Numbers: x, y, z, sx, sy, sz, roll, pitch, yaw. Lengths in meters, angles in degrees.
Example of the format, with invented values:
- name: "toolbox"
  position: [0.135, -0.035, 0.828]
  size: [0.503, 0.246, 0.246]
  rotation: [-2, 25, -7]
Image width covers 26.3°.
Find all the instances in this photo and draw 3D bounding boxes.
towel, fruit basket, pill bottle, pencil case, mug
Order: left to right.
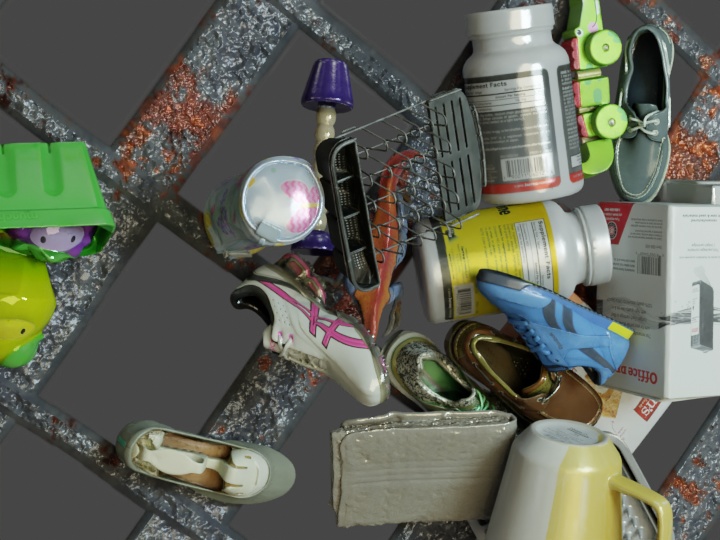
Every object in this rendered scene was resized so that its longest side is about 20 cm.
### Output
- name: "fruit basket"
  position: [-0.341, -0.012, 1.481]
  size: [0.214, 0.155, 0.217]
  rotation: [4, 77, -16]
- name: "pencil case"
  position: [-0.099, -0.060, 1.519]
  size: [0.083, 0.200, 0.091]
  rotation: [43, 75, -10]
- name: "towel"
  position: [0.065, 0.212, 1.644]
  size: [0.198, 0.035, 0.133]
  rotation: [-1, 121, -4]
- name: "pill bottle"
  position: [0.159, -0.013, 1.630]
  size: [0.199, 0.112, 0.113]
  rotation: [-9, 98, -4]
- name: "pill bottle"
  position: [0.169, -0.177, 1.636]
  size: [0.115, 0.116, 0.201]
  rotation: [-10, 98, -17]
- name: "mug"
  position: [0.225, 0.242, 1.601]
  size: [0.185, 0.149, 0.154]
  rotation: [7, 102, 5]

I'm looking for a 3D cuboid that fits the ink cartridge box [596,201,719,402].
- name: "ink cartridge box"
  position: [0.318, 0.029, 1.631]
  size: [0.083, 0.144, 0.202]
  rotation: [0, 94, -22]

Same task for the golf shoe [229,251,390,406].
- name: "golf shoe"
  position: [-0.049, 0.071, 1.528]
  size: [0.092, 0.200, 0.073]
  rotation: [-28, 144, -24]

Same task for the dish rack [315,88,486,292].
- name: "dish rack"
  position: [0.049, -0.086, 1.508]
  size: [0.199, 0.054, 0.154]
  rotation: [-24, 120, -28]

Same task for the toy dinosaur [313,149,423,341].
- name: "toy dinosaur"
  position: [0.000, 0.000, 1.588]
  size: [0.104, 0.200, 0.183]
  rotation: [5, 62, -3]

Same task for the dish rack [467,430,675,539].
- name: "dish rack"
  position: [0.229, 0.270, 1.701]
  size: [0.199, 0.044, 0.172]
  rotation: [-26, 103, 18]

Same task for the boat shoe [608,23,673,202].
- name: "boat shoe"
  position: [0.306, -0.172, 1.695]
  size: [0.072, 0.062, 0.202]
  rotation: [7, 89, 17]

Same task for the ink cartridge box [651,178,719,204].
- name: "ink cartridge box"
  position: [0.409, 0.000, 1.713]
  size: [0.146, 0.145, 0.202]
  rotation: [0, 96, -21]

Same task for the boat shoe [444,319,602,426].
- name: "boat shoe"
  position: [0.180, 0.120, 1.634]
  size: [0.199, 0.068, 0.072]
  rotation: [26, 85, -19]

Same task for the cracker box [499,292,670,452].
- name: "cracker box"
  position: [0.240, 0.122, 1.718]
  size: [0.200, 0.058, 0.134]
  rotation: [41, 83, -18]

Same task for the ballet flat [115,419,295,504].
- name: "ballet flat"
  position: [-0.156, 0.205, 1.596]
  size: [0.199, 0.064, 0.068]
  rotation: [16, 90, -19]

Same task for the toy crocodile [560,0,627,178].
- name: "toy crocodile"
  position: [0.247, -0.202, 1.683]
  size: [0.061, 0.067, 0.202]
  rotation: [-8, 98, -16]

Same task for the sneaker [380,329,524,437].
- name: "sneaker"
  position: [0.108, 0.145, 1.661]
  size: [0.200, 0.089, 0.077]
  rotation: [38, 83, -18]

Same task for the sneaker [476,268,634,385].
- name: "sneaker"
  position: [0.191, 0.060, 1.565]
  size: [0.199, 0.066, 0.079]
  rotation: [25, 92, -30]

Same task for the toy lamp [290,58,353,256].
- name: "toy lamp"
  position: [-0.038, -0.118, 1.593]
  size: [0.058, 0.058, 0.202]
  rotation: [5, 82, -18]
